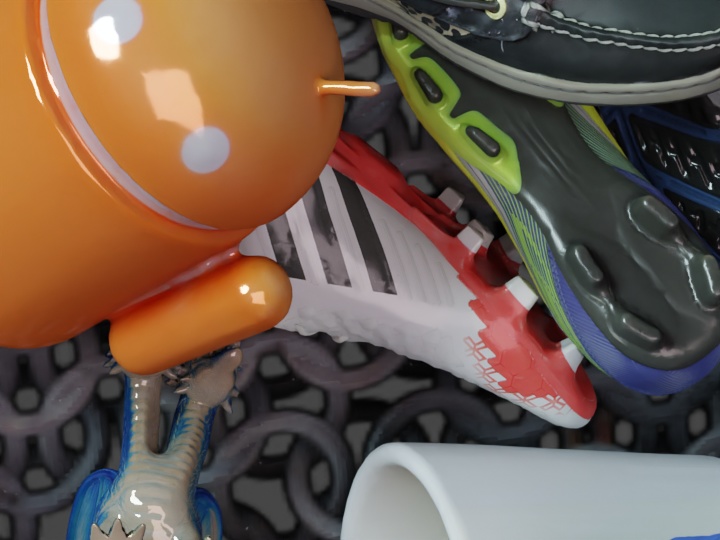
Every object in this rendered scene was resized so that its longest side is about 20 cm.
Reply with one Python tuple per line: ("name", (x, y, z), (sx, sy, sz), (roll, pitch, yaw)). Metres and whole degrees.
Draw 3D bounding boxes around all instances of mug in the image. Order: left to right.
("mug", (0.088, 0.151, 0.839), (0.152, 0.149, 0.188), (-5, 93, -20))

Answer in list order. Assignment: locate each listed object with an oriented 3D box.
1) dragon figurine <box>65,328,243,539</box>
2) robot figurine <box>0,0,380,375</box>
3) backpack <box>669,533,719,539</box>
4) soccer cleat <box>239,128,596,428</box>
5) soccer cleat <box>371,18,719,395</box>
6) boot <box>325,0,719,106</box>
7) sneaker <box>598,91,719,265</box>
("dragon figurine", (-0.081, 0.110, 0.835), (0.058, 0.100, 0.202), (11, 114, -6))
("robot figurine", (-0.087, -0.049, 0.736), (0.199, 0.145, 0.116), (-28, 146, 35))
("backpack", (0.150, 0.170, 0.693), (0.200, 0.167, 0.163), (46, 53, -15))
("soccer cleat", (0.000, 0.000, 0.829), (0.200, 0.069, 0.085), (40, 104, -12))
("soccer cleat", (0.061, -0.040, 0.815), (0.064, 0.084, 0.201), (-31, 75, -10))
("boot", (0.037, -0.136, 0.725), (0.202, 0.154, 0.074), (20, 63, 16))
("sneaker", (0.113, -0.096, 0.838), (0.077, 0.075, 0.201), (-29, 101, -45))
